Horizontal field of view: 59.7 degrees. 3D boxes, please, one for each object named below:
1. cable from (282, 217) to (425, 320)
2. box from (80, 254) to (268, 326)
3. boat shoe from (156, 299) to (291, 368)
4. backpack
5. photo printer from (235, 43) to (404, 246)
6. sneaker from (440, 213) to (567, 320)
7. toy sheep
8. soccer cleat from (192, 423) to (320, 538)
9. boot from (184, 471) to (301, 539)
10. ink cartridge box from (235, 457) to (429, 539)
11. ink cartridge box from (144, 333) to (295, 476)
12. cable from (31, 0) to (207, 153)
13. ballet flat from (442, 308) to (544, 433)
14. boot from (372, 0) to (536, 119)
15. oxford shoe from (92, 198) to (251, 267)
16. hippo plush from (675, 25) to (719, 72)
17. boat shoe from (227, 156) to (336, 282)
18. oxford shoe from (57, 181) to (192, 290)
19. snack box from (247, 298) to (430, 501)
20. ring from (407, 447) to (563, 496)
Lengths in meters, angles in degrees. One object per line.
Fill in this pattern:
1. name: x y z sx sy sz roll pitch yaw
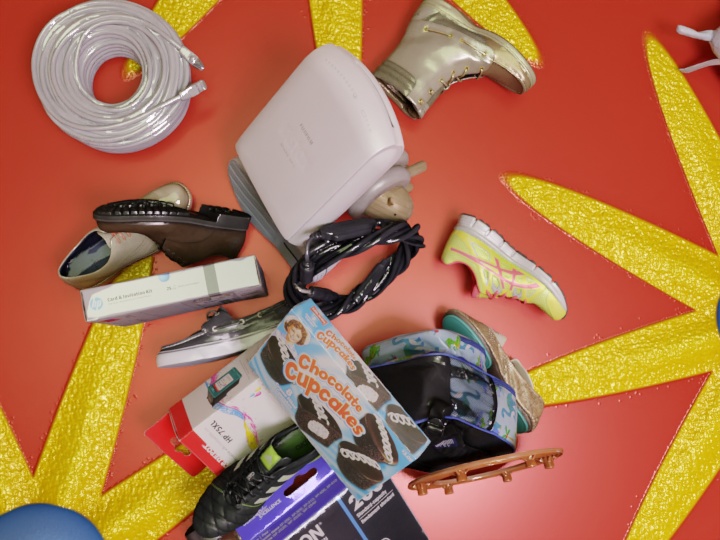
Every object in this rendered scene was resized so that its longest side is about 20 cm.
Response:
1. cable: 0.000 0.000 0.808 0.198 0.164 0.051 -15 50 -30
2. box: -0.219 0.029 0.782 0.198 0.156 0.042 -13 84 -6
3. boat shoe: -0.172 0.078 0.828 0.198 0.070 0.067 -14 79 -7
4. backpack: 0.096 0.165 0.782 0.199 0.182 0.148 31 52 -35
5. photo printer: -0.048 -0.152 0.750 0.200 0.069 0.167 -40 71 31
6. sneaker: 0.196 0.013 0.873 0.199 0.078 0.091 38 91 4
7. toy sheep: 0.003 -0.145 0.836 0.137 0.138 0.201 -35 77 -7
8. soccer cleat: -0.118 0.237 0.746 0.199 0.081 0.068 -36 69 -16
9. boot: -0.096 0.360 0.815 0.188 0.068 0.201 -39 95 -16
10. ink cartridge box: -0.035 0.329 0.797 0.197 0.043 0.201 -36 104 -16
11. ink cartridge box: -0.156 0.190 0.794 0.199 0.067 0.117 -38 126 -8
12. cable: -0.326 -0.259 0.838 0.200 0.069 0.200 -40 89 -7
13. ballet flat: 0.187 0.130 0.871 0.065 0.070 0.201 -33 92 -35
14. boot: 0.131 -0.271 0.885 0.199 0.072 0.155 35 82 3
15. oxford shoe: -0.237 -0.043 0.797 0.198 0.073 0.085 6 106 -34
16. hippo plush: 0.595 -0.351 0.926 0.199 0.160 0.162 9 60 36
17. boat shoe: -0.102 -0.075 0.855 0.067 0.073 0.201 -33 88 -35
18. oxford shoe: -0.303 -0.045 0.819 0.200 0.074 0.071 -44 90 -8
19. snack box: -0.029 0.142 0.686 0.200 0.116 0.037 49 38 9
20. ring: 0.157 0.255 0.784 0.198 0.201 0.019 -8 65 -7
